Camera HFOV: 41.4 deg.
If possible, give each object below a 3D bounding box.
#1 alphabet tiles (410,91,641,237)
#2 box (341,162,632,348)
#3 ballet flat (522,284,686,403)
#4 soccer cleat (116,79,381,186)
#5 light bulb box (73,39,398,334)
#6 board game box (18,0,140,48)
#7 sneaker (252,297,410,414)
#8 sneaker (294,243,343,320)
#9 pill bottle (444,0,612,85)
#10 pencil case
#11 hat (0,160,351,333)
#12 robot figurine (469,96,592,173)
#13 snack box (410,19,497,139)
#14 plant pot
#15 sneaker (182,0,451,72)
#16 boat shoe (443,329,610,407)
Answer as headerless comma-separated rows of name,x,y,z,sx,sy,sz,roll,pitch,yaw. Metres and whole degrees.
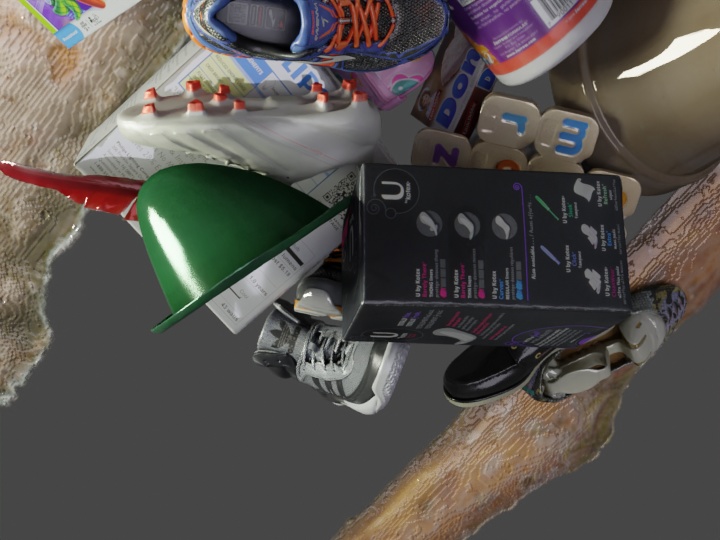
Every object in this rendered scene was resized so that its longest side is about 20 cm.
alphabet tiles,0.129,-0.047,0.811,0.191,0.015,0.204,13,119,2
box,0.088,-0.007,0.721,0.195,0.122,0.109,2,73,-8
ballet flat,0.255,0.082,0.973,0.197,0.072,0.073,-26,114,0
soccer cleat,-0.080,-0.096,0.711,0.195,0.070,0.079,-3,118,-10
light bulb box,-0.098,-0.097,0.809,0.199,0.125,0.199,-39,112,6
board game box,-0.195,-0.267,0.705,0.197,0.045,0.134,-22,133,30
sneaker,-0.034,0.074,0.858,0.112,0.200,0.077,26,75,-14
sneaker,0.000,0.000,0.847,0.077,0.199,0.079,12,102,20
pill bottle,0.091,-0.250,0.714,0.111,0.112,0.200,-40,108,7
pencil case,-0.024,-0.225,0.791,0.087,0.088,0.200,-40,116,7
hat,-0.131,-0.070,0.681,0.198,0.165,0.178,-34,94,-19
robot figurine,0.152,-0.061,0.874,0.166,0.113,0.203,-11,117,25
snack box,0.109,-0.214,0.828,0.024,0.072,0.203,13,110,-35
plant pot,0.280,-0.177,0.774,0.196,0.173,0.205,4,80,-28
sneaker,-0.029,-0.175,0.683,0.195,0.079,0.077,-4,109,-9
boat shoe,0.163,0.062,0.941,0.199,0.074,0.064,-30,133,-4
